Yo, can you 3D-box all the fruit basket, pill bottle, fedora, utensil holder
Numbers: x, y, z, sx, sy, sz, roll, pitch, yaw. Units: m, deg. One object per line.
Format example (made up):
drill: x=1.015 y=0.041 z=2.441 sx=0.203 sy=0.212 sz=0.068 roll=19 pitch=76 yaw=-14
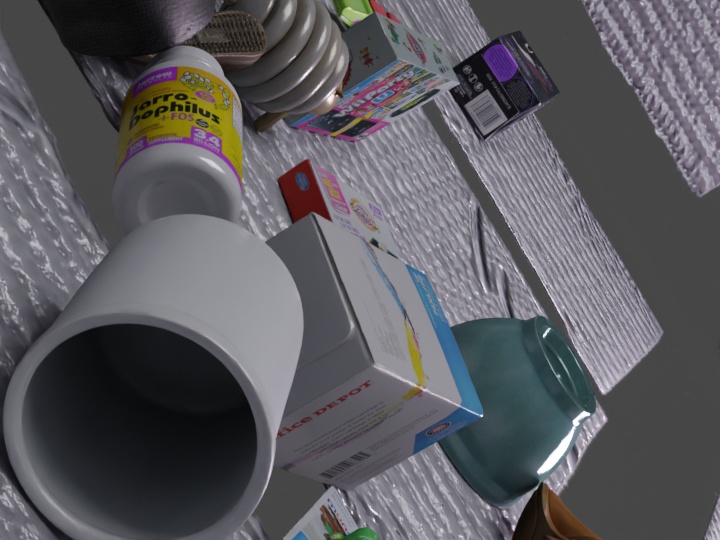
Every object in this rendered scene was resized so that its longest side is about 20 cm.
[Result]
fruit basket: x=0.015 y=0.258 z=1.363 sx=0.186 sy=0.094 sz=0.200 roll=59 pitch=15 yaw=2
pill bottle: x=-0.150 y=-0.107 z=1.489 sx=0.104 sy=0.104 sz=0.200 roll=47 pitch=21 yaw=-30
fedora: x=-0.193 y=-0.236 z=1.512 sx=0.201 sy=0.199 sz=0.092 roll=-86 pitch=169 yaw=-61
utensil holder: x=-0.127 y=0.069 z=1.181 sx=0.170 sy=0.170 sz=0.200 roll=54 pitch=16 yaw=-14

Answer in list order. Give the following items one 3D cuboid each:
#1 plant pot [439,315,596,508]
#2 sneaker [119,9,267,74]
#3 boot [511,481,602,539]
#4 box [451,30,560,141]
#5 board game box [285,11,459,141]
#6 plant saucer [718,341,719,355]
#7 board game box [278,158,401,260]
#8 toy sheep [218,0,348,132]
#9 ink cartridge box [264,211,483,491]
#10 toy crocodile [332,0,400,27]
plant pot: x=0.163 y=0.129 z=1.880 sx=0.200 sy=0.134 sz=0.201 roll=50 pitch=20 yaw=-25
sneaker: x=-0.179 y=-0.204 z=1.645 sx=0.199 sy=0.075 sz=0.071 roll=2 pitch=66 yaw=-43
boot: x=0.239 y=0.288 z=1.787 sx=0.155 sy=0.077 sz=0.200 roll=24 pitch=6 yaw=-10
box: x=0.215 y=-0.281 z=2.703 sx=0.123 sy=0.106 sz=0.200 roll=57 pitch=18 yaw=0
board game box: x=0.005 y=-0.210 z=1.988 sx=0.065 sy=0.147 sz=0.200 roll=65 pitch=20 yaw=12
plant saucer: x=0.748 y=0.221 z=3.385 sx=0.200 sy=0.048 sz=0.200 roll=38 pitch=27 yaw=-47
board game box: x=0.000 y=0.000 z=1.809 sx=0.153 sy=0.040 sz=0.201 roll=31 pitch=33 yaw=-54
toy sheep: x=-0.087 y=-0.223 z=1.790 sx=0.200 sy=0.138 sz=0.138 roll=41 pitch=25 yaw=-42
ink cartridge box: x=-0.024 y=0.072 z=1.467 sx=0.200 sy=0.146 sz=0.147 roll=29 pitch=35 yaw=-57
toy crocodile: x=0.028 y=-0.313 z=2.340 sx=0.200 sy=0.062 sz=0.068 roll=35 pitch=29 yaw=-49
